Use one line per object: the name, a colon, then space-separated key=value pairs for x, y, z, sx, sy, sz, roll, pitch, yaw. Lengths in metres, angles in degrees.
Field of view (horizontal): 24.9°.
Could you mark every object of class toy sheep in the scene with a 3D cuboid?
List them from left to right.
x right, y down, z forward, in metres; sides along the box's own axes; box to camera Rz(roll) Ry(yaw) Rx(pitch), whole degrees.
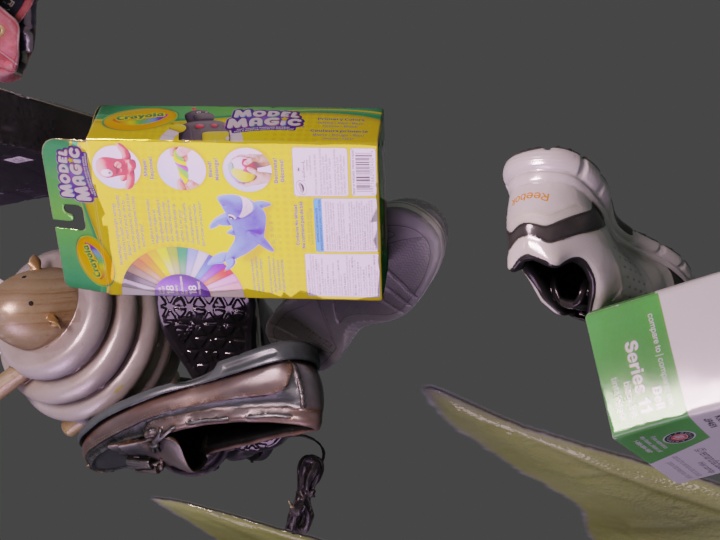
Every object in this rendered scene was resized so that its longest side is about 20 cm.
toy sheep: x=-0.199 y=0.052 z=1.189 sx=0.138 sy=0.138 sz=0.200 roll=-3 pitch=162 yaw=28

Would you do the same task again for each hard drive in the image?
hard drive: x=-0.248 y=-0.080 z=0.991 sx=0.140 sy=0.038 sz=0.200 roll=-8 pitch=169 yaw=35

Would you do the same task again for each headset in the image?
headset: x=-0.113 y=0.137 z=1.294 sx=0.200 sy=0.094 sz=0.123 roll=16 pitch=-167 yaw=33

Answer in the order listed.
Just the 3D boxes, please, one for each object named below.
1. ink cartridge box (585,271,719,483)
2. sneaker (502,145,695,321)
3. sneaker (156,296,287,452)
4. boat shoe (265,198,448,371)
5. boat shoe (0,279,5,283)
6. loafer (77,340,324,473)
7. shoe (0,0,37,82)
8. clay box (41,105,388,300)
ink cartridge box: x=0.255 y=0.052 z=0.965 sx=0.200 sy=0.083 sz=0.147 roll=-19 pitch=154 yaw=21
sneaker: x=0.145 y=0.007 z=1.010 sx=0.074 sy=0.080 sz=0.200 roll=-13 pitch=144 yaw=37
sneaker: x=-0.097 y=0.042 z=1.186 sx=0.072 sy=0.083 sz=0.200 roll=-6 pitch=123 yaw=10
boat shoe: x=0.001 y=0.001 z=1.091 sx=0.074 sy=0.065 sz=0.202 roll=36 pitch=143 yaw=-3
boat shoe: x=-0.356 y=0.038 z=1.302 sx=0.200 sy=0.072 sz=0.069 roll=-4 pitch=148 yaw=12
loafer: x=-0.113 y=0.110 z=1.130 sx=0.200 sy=0.063 sz=0.072 roll=-24 pitch=155 yaw=24
shoe: x=-0.217 y=-0.165 z=0.862 sx=0.091 sy=0.072 sz=0.200 roll=14 pitch=157 yaw=-5
clay box: x=-0.085 y=-0.041 z=0.984 sx=0.200 sy=0.048 sz=0.115 roll=2 pitch=125 yaw=6
